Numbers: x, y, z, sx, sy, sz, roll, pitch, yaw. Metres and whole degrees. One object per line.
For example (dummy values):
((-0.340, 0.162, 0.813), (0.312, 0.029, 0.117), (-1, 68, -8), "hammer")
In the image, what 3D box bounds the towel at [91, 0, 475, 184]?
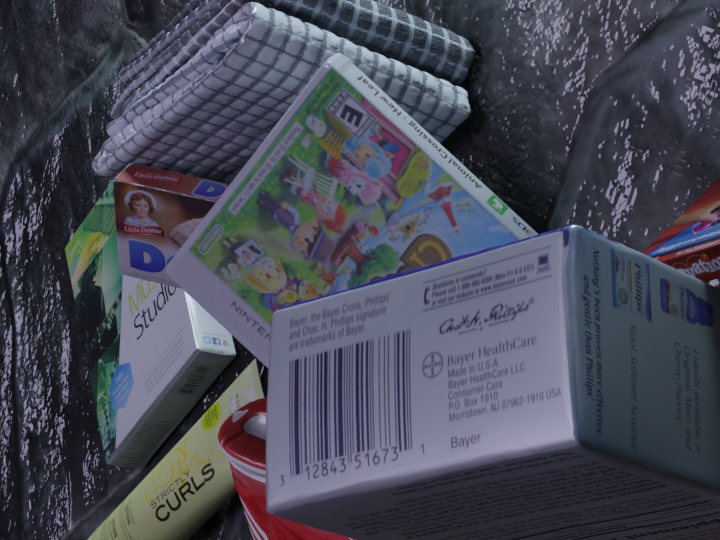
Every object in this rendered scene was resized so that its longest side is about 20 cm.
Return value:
((-0.048, -0.107, 1.482), (0.200, 0.165, 0.086), (-34, 47, 49), "towel")

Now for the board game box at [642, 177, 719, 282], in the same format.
((0.216, -0.038, 1.107), (0.200, 0.103, 0.019), (-19, 107, 54), "board game box")

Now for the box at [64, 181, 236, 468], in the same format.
((-0.155, 0.020, 1.732), (0.144, 0.036, 0.201), (-50, 41, 38), "box")

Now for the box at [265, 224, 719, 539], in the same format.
((0.087, 0.070, 1.146), (0.183, 0.200, 0.106), (-16, 65, 37), "box")

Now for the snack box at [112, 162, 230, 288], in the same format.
((-0.054, -0.011, 1.455), (0.024, 0.199, 0.072), (-56, -27, -49), "snack box")

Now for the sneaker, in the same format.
((0.004, 0.158, 1.430), (0.200, 0.078, 0.116), (31, 145, 39), "sneaker")

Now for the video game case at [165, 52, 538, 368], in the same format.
((0.000, 0.000, 1.395), (0.182, 0.022, 0.200), (43, 128, 2), "video game case")

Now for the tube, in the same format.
((-0.119, 0.146, 1.628), (0.058, 0.052, 0.200), (47, 125, 4), "tube")
